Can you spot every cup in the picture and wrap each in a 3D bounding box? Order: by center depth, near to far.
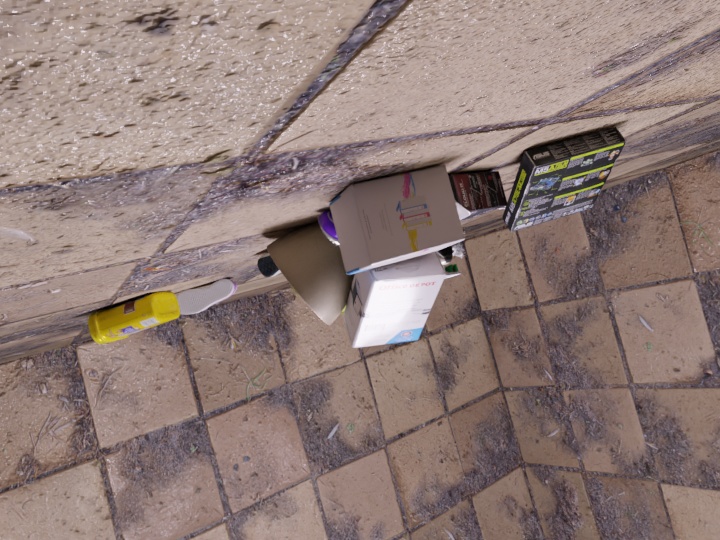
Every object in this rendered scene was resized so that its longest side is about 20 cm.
[{"bbox_3d":[-0.071,-0.016,1.195,0.143,0.201,0.200,-40,177,1],"label":"cup"}]

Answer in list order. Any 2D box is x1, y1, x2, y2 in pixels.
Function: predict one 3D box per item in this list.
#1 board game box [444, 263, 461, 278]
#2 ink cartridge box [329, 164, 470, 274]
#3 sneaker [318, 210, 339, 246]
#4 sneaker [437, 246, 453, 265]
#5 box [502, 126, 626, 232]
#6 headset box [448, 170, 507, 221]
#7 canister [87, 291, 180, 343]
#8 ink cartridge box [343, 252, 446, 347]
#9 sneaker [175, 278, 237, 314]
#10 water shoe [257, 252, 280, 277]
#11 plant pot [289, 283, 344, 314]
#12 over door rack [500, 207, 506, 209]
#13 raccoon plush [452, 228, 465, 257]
[{"bbox_3d":[0.099,0.026,1.308,0.196,0.027,0.199,-19,173,27],"label":"board game box"},{"bbox_3d":[0.068,-0.084,0.991,0.196,0.128,0.128,-15,178,-21],"label":"ink cartridge box"},{"bbox_3d":[0.019,-0.092,1.106,0.196,0.071,0.100,12,134,-32],"label":"sneaker"},{"bbox_3d":[0.107,-0.044,1.245,0.069,0.095,0.198,-11,-144,-45],"label":"sneaker"},{"bbox_3d":[0.387,-0.171,1.161,0.195,0.048,0.195,-17,146,-11],"label":"box"},{"bbox_3d":[0.175,-0.134,1.182,0.147,0.077,0.198,-18,177,43],"label":"headset box"},{"bbox_3d":[-0.612,0.125,1.637,0.195,0.089,0.148,-18,177,11],"label":"canister"},{"bbox_3d":[0.059,0.049,1.131,0.143,0.087,0.203,-4,138,-19],"label":"ink cartridge box"},{"bbox_3d":[-0.465,0.081,1.819,0.196,0.075,0.114,-16,-179,-1],"label":"sneaker"},{"bbox_3d":[-0.161,-0.038,1.391,0.197,0.073,0.079,-10,-159,43],"label":"water shoe"},{"bbox_3d":[-0.081,0.005,1.506,0.197,0.206,0.183,-17,166,29],"label":"plant pot"},{"bbox_3d":[0.280,-0.163,1.408,0.195,0.068,0.147,-11,180,17],"label":"over door rack"},{"bbox_3d":[0.181,-0.098,1.460,0.130,0.098,0.203,-5,-139,3],"label":"raccoon plush"}]
